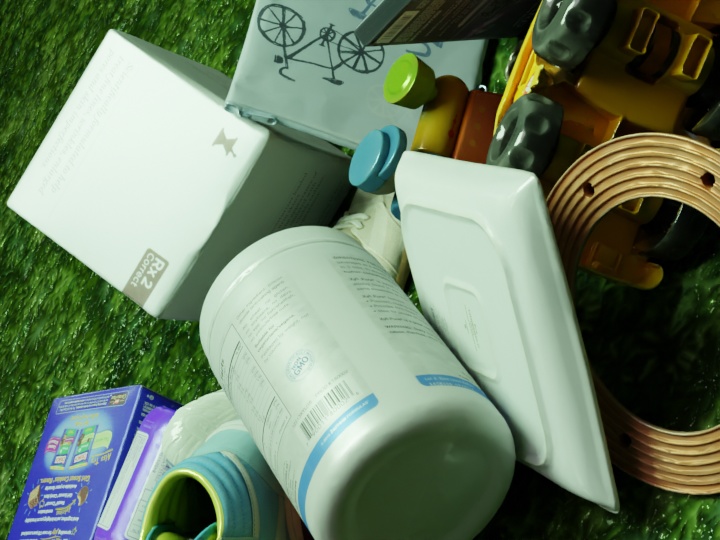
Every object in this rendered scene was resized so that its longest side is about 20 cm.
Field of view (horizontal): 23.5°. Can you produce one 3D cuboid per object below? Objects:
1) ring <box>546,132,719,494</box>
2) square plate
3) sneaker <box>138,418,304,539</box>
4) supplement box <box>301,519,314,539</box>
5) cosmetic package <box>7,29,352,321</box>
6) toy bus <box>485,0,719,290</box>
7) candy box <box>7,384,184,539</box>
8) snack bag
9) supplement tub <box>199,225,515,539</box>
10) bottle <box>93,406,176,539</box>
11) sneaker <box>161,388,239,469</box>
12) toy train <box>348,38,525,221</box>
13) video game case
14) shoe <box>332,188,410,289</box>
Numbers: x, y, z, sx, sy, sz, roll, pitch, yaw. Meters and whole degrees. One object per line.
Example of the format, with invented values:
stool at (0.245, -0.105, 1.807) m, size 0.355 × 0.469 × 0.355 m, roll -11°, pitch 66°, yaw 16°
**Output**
ring at (0.169, 0.023, 0.942) m, size 0.200 × 0.019 × 0.201 m, roll 16°, pitch 113°, yaw 44°
square plate at (0.077, 0.033, 1.025) m, size 0.198 × 0.028 × 0.200 m, roll -160°, pitch 53°, yaw -68°
sneaker at (-0.083, 0.202, 1.085) m, size 0.079 × 0.131 × 0.200 m, roll -14°, pitch 92°, yaw 25°
supplement box at (-0.066, 0.184, 1.250) m, size 0.109 × 0.061 × 0.200 m, roll -46°, pitch 32°, yaw 26°
cosmetic package at (-0.135, -0.067, 1.376) m, size 0.165 × 0.200 × 0.165 m, roll 35°, pitch 98°, yaw 20°
toy bus at (0.142, -0.099, 1.091) m, size 0.200 × 0.136 × 0.192 m, roll -68°, pitch 16°, yaw -4°
candy box at (-0.229, 0.208, 1.482) m, size 0.169 × 0.077 × 0.200 m, roll -12°, pitch 55°, yaw 54°
snack bag at (0.008, -0.172, 1.305) m, size 0.021 × 0.188 × 0.200 m, roll 131°, pitch 155°, yaw -63°
supplement tub at (-0.005, 0.077, 1.056) m, size 0.132 × 0.132 × 0.200 m, roll -54°, pitch 40°, yaw 15°
bottle at (-0.167, 0.212, 1.370) m, size 0.065 × 0.083 × 0.200 m, roll 8°, pitch 74°, yaw 58°
sneaker at (-0.039, 0.100, 1.198) m, size 0.072 × 0.200 × 0.072 m, roll 74°, pitch -179°, yaw -75°
toy train at (0.067, -0.121, 1.231) m, size 0.085 × 0.116 × 0.200 m, roll -12°, pitch 56°, yaw 55°
video game case at (0.100, -0.208, 1.199) m, size 0.143 × 0.200 × 0.019 m, roll -42°, pitch 74°, yaw 33°
shoe at (0.000, 0.000, 1.304) m, size 0.070 × 0.053 × 0.200 m, roll -30°, pitch 42°, yaw 45°
